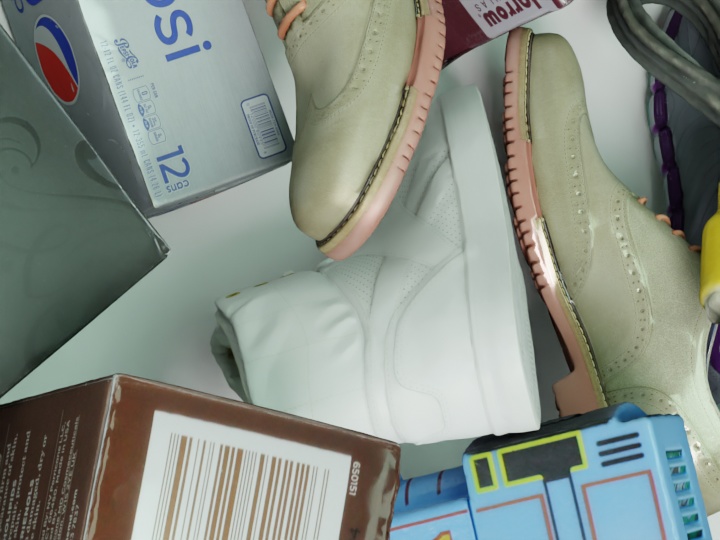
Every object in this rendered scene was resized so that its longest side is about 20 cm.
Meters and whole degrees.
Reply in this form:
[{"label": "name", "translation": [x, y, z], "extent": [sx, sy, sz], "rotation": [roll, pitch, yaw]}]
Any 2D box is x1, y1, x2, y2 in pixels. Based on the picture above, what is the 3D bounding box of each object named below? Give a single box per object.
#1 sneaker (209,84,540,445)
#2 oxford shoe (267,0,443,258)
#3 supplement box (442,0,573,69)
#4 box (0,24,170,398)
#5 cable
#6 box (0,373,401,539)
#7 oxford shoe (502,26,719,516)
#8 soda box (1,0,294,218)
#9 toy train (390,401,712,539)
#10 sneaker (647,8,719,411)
[{"label": "sneaker", "translation": [0.000, 0.000, 1.042], "extent": [0.115, 0.200, 0.074], "rotation": [-13, 117, 7]}, {"label": "oxford shoe", "translation": [-0.015, -0.097, 1.010], "extent": [0.074, 0.071, 0.201], "rotation": [18, 55, -23]}, {"label": "supplement box", "translation": [0.101, -0.166, 1.121], "extent": [0.200, 0.109, 0.061], "rotation": [-42, 99, -26]}, {"label": "box", "translation": [-0.193, 0.005, 0.941], "extent": [0.200, 0.124, 0.149], "rotation": [-40, 100, -26]}, {"label": "cable", "translation": [0.155, -0.049, 1.085], "extent": [0.097, 0.050, 0.201], "rotation": [-6, 57, -10]}, {"label": "box", "translation": [-0.077, 0.086, 0.942], "extent": [0.100, 0.200, 0.075], "rotation": [15, 78, -22]}, {"label": "oxford shoe", "translation": [0.101, 0.000, 1.098], "extent": [0.073, 0.071, 0.201], "rotation": [-15, 83, 8]}, {"label": "soda box", "translation": [-0.094, -0.118, 1.041], "extent": [0.063, 0.068, 0.201], "rotation": [-21, 91, -28]}, {"label": "toy train", "translation": [0.034, 0.118, 1.008], "extent": [0.199, 0.087, 0.115], "rotation": [-15, 82, 16]}, {"label": "sneaker", "translation": [0.160, -0.030, 1.139], "extent": [0.074, 0.087, 0.201], "rotation": [9, 78, -24]}]
